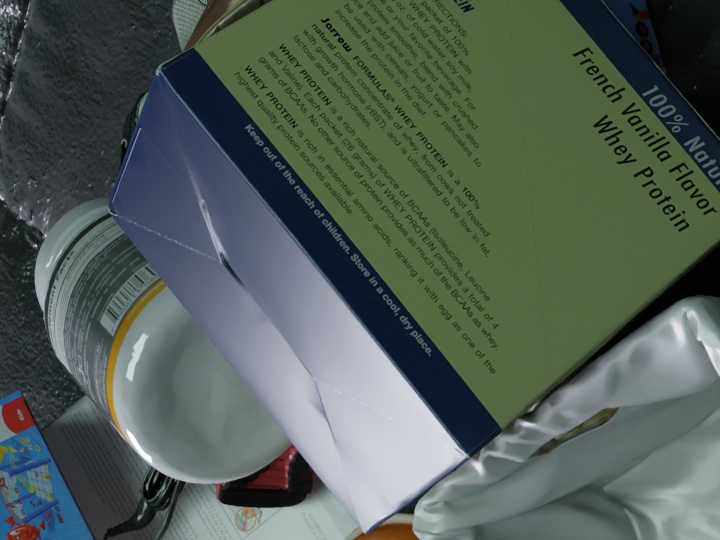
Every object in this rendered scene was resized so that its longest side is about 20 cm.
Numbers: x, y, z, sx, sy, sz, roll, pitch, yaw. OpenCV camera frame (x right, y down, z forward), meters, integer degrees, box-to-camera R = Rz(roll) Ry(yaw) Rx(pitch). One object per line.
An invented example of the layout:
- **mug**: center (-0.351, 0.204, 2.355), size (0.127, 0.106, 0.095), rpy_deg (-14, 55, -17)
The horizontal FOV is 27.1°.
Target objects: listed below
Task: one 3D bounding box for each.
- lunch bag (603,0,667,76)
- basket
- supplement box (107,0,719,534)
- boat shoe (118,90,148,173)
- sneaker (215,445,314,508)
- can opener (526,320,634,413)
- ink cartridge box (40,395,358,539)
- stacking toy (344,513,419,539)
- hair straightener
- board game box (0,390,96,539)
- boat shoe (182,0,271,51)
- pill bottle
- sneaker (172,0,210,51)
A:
- **lunch bag**: center (0.054, -0.141, 0.839), size (0.199, 0.094, 0.152), rpy_deg (-19, 83, 49)
- **basket**: center (0.170, 0.137, 0.705), size (0.198, 0.160, 0.201), rpy_deg (-42, 68, 32)
- **supplement box**: center (0.031, -0.031, 0.677), size (0.200, 0.199, 0.134), rpy_deg (50, 152, 6)
- **boat shoe**: center (-0.124, -0.020, 0.991), size (0.066, 0.074, 0.201), rpy_deg (-9, 95, 51)
- **sneaker**: center (-0.045, 0.069, 0.893), size (0.200, 0.073, 0.087), rpy_deg (128, 142, -50)
- **can opener**: center (0.115, 0.024, 0.811), size (0.066, 0.052, 0.201), rpy_deg (32, 112, 33)
- **ink cartridge box**: center (-0.107, 0.146, 1.005), size (0.176, 0.045, 0.201), rpy_deg (-38, 68, 7)
- **stacking toy**: center (-0.018, 0.224, 0.837), size (0.145, 0.199, 0.148), rpy_deg (3, 94, 39)
- **hair straightener**: center (-0.112, 0.093, 0.924), size (0.201, 0.041, 0.077), rpy_deg (-61, 13, 9)
- **board game box**: center (-0.216, 0.200, 1.009), size (0.197, 0.056, 0.200), rpy_deg (61, 158, 9)
- **boat shoe**: center (-0.042, -0.156, 0.839), size (0.200, 0.072, 0.068), rpy_deg (-49, 33, 22)
- **pill bottle**: center (-0.109, 0.028, 0.826), size (0.200, 0.115, 0.117), rpy_deg (32, 114, 58)
- **sneaker**: center (-0.089, -0.108, 0.926), size (0.078, 0.081, 0.201), rpy_deg (116, 144, -44)
